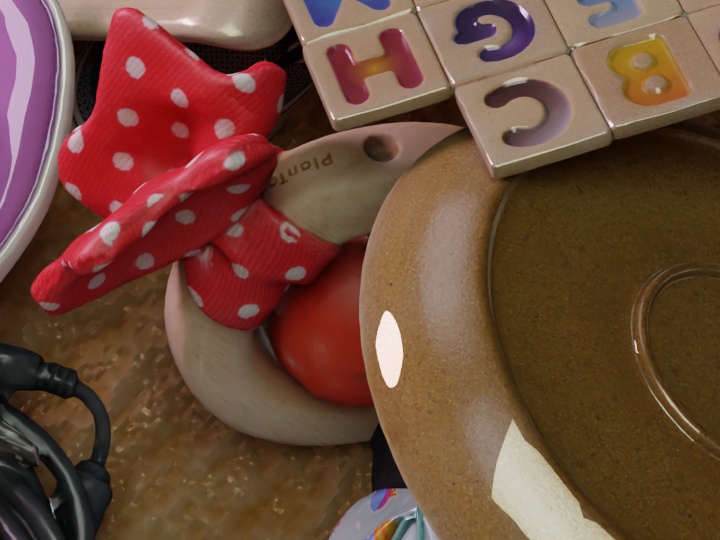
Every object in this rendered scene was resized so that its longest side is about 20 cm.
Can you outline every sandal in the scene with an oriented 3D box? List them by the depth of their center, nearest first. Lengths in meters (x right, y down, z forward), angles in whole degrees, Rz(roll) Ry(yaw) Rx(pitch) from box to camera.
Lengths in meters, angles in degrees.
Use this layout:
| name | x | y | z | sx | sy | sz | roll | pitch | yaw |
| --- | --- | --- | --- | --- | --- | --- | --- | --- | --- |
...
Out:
| name | x | y | z | sx | sy | sz | roll | pitch | yaw |
| --- | --- | --- | --- | --- | --- | --- | --- | --- | --- |
| sandal | -0.149 | -0.008 | 0.736 | 0.082 | 0.050 | 0.204 | 27 | 83 | 6 |

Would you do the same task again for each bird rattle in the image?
| name | x | y | z | sx | sy | sz | roll | pitch | yaw |
| --- | --- | --- | --- | --- | --- | --- | --- | --- | --- |
| bird rattle | 0.000 | 0.000 | 0.742 | 0.199 | 0.164 | 0.113 | -17 | 50 | -18 |

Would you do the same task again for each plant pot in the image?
| name | x | y | z | sx | sy | sz | roll | pitch | yaw |
| --- | --- | --- | --- | --- | --- | --- | --- | --- | --- |
| plant pot | 0.094 | 0.031 | 0.643 | 0.199 | 0.028 | 0.201 | 18 | 48 | -21 |

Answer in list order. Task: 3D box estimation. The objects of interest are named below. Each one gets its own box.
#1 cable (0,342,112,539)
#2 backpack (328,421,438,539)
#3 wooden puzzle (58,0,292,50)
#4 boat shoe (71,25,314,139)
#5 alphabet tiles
| name | x | y | z | sx | sy | sz | roll | pitch | yaw |
| --- | --- | --- | --- | --- | --- | --- | --- | --- | --- |
| cable | -0.181 | 0.090 | 0.769 | 0.198 | 0.051 | 0.164 | 10 | 77 | 6 |
| backpack | 0.037 | 0.139 | 0.709 | 0.126 | 0.167 | 0.202 | 7 | 79 | 10 |
| wooden puzzle | -0.079 | -0.161 | 0.815 | 0.199 | 0.046 | 0.186 | 8 | 65 | 38 |
| boat shoe | -0.019 | -0.112 | 0.821 | 0.200 | 0.093 | 0.075 | -41 | 76 | -15 |
| alphabet tiles | 0.053 | -0.107 | 0.699 | 0.165 | 0.006 | 0.201 | -16 | 47 | -6 |
